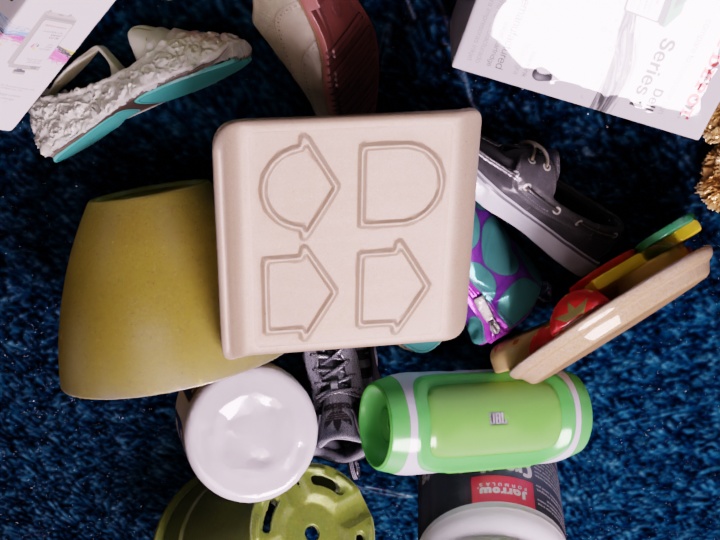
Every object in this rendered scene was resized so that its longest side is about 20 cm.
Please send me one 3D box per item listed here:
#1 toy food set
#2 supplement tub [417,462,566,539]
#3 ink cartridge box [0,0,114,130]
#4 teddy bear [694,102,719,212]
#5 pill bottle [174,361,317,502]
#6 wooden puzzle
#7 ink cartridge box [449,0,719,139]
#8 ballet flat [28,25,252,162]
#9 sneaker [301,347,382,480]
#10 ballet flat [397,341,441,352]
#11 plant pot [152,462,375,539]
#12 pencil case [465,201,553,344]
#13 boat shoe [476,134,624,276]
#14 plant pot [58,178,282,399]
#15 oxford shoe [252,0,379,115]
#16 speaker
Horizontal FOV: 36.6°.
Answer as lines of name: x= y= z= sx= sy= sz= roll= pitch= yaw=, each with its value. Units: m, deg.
toy food set: x=0.201 y=0.028 z=0.890 sx=0.196 sy=0.049 sz=0.200 roll=-30 pitch=168 yaw=-9
supplement tub: x=0.122 y=0.231 z=1.023 sx=0.137 sy=0.202 sz=0.142 roll=1 pitch=128 yaw=2
ink cartridge box: x=-0.238 y=-0.208 z=0.756 sx=0.200 sy=0.118 sz=0.067 roll=-41 pitch=157 yaw=28
teddy bear: x=0.325 y=-0.121 z=0.827 sx=0.142 sy=0.067 sz=0.202 roll=16 pitch=127 yaw=-12
pill bottle: x=-0.106 y=0.128 z=0.955 sx=0.109 sy=0.200 sz=0.113 roll=0 pitch=91 yaw=-13
wooden puzzle: x=-0.011 y=-0.030 z=0.805 sx=0.196 sy=0.046 sz=0.188 roll=-6 pitch=119 yaw=-13
ink cartridge box: x=0.178 y=-0.196 z=0.767 sx=0.196 sy=0.085 sz=0.148 roll=14 pitch=127 yaw=-7
ballet flat: x=-0.180 y=-0.150 z=0.840 sx=0.197 sy=0.072 sz=0.072 roll=-23 pitch=123 yaw=18
sneaker: x=-0.021 y=0.096 z=0.982 sx=0.074 sy=0.115 sz=0.202 roll=-10 pitch=126 yaw=11
ballet flat: x=0.000 y=0.000 z=0.918 sx=0.067 sy=0.063 sz=0.200 roll=-37 pitch=124 yaw=12
plant pot: x=-0.078 y=0.259 z=1.020 sx=0.197 sy=0.203 sz=0.190 roll=24 pitch=149 yaw=-15
pencil case: x=0.070 y=-0.029 z=0.897 sx=0.084 sy=0.093 sz=0.200 roll=-32 pitch=119 yaw=25
boat shoe: x=0.139 y=-0.070 z=0.879 sx=0.199 sy=0.070 sz=0.066 roll=37 pitch=113 yaw=-23
plant pot: x=-0.162 y=0.005 z=0.894 sx=0.196 sy=0.200 sz=0.145 roll=-8 pitch=100 yaw=9
oxford shoe: x=-0.038 y=-0.179 z=0.819 sx=0.074 sy=0.071 sz=0.202 roll=10 pitch=134 yaw=30
speaker: x=0.101 y=0.130 z=0.952 sx=0.196 sy=0.089 sz=0.089 roll=0 pitch=131 yaw=-23
